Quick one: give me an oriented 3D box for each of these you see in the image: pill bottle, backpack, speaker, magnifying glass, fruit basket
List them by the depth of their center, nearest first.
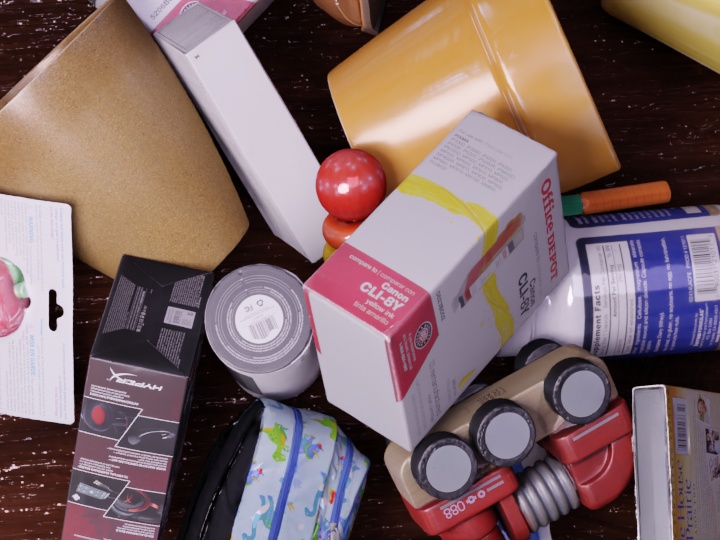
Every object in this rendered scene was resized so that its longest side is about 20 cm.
[{"bbox_3d":[-0.069,0.049,1.581,0.080,0.200,0.082,0,81,1],"label":"speaker"},{"bbox_3d":[-0.308,0.017,1.590,0.198,0.094,0.187,6,115,7],"label":"fruit basket"},{"bbox_3d":[-0.074,0.198,1.592,0.152,0.163,0.202,5,74,-13],"label":"backpack"},{"bbox_3d":[0.199,0.012,1.656,0.198,0.116,0.117,-5,82,-6],"label":"pill bottle"},{"bbox_3d":[0.156,-0.049,1.688,0.198,0.080,0.023,-11,87,-18],"label":"magnifying glass"}]

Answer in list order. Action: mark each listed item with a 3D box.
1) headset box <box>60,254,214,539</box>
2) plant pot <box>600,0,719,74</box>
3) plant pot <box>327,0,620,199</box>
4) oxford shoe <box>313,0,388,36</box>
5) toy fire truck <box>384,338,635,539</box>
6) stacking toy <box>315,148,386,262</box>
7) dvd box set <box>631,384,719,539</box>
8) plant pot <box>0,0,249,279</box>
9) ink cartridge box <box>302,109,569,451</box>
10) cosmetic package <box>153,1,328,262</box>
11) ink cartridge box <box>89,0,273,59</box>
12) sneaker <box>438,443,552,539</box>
[{"bbox_3d":[-0.167,0.115,1.556,0.074,0.149,0.201,12,121,-2],"label":"headset box"},{"bbox_3d":[0.299,-0.244,1.673,0.187,0.201,0.202,19,80,12],"label":"plant pot"},{"bbox_3d":[0.081,-0.134,1.639,0.182,0.200,0.202,-24,85,7],"label":"plant pot"},{"bbox_3d":[-0.012,-0.226,1.628,0.071,0.200,0.072,16,83,0],"label":"oxford shoe"},{"bbox_3d":[0.136,0.179,1.562,0.175,0.129,0.201,-28,106,-9],"label":"toy fire truck"},{"bbox_3d":[0.000,0.000,1.605,0.085,0.086,0.201,-15,120,-8],"label":"stacking toy"},{"bbox_3d":[0.261,0.166,1.609,0.029,0.199,0.148,-6,82,30],"label":"dvd box set"},{"bbox_3d":[-0.186,-0.077,1.615,0.186,0.186,0.200,-45,103,-10],"label":"plant pot"},{"bbox_3d":[0.059,0.006,1.512,0.083,0.146,0.200,29,62,28],"label":"ink cartridge box"},{"bbox_3d":[-0.079,-0.106,1.617,0.050,0.083,0.201,-35,118,-8],"label":"cosmetic package"},{"bbox_3d":[-0.161,-0.269,1.676,0.200,0.083,0.145,42,81,0],"label":"ink cartridge box"},{"bbox_3d":[0.094,0.210,1.636,0.110,0.077,0.202,-3,81,-9],"label":"sneaker"}]
